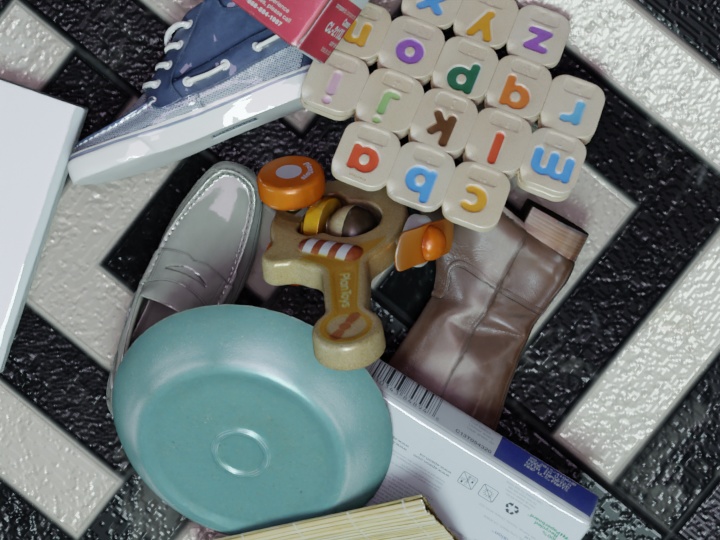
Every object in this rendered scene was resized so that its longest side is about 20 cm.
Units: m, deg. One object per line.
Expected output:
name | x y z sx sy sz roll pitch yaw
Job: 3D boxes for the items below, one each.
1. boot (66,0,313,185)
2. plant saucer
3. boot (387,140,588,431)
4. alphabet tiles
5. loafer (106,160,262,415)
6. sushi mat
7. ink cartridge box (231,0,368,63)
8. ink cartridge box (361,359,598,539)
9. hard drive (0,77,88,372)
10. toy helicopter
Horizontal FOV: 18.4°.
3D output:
boot | -0.123 -0.133 1.573 0.199 0.073 0.091 -21 85 -5
plant saucer | -0.078 0.115 1.519 0.199 0.036 0.201 6 125 8
boot | 0.041 0.024 1.578 0.186 0.064 0.201 28 99 3
alphabet tiles | 0.064 -0.119 1.536 0.199 0.015 0.196 20 58 2
loafer | -0.123 0.019 1.575 0.070 0.070 0.201 22 94 1
sushi mat | -0.026 0.199 1.549 0.199 0.096 0.012 -15 52 23
ink cartridge box | -0.030 -0.264 1.494 0.145 0.083 0.200 38 95 13
ink cartridge box | 0.038 0.182 1.577 0.196 0.043 0.200 32 125 0
hard drive | -0.289 -0.042 1.600 0.131 0.026 0.201 19 94 1
toy helicopter | 0.000 0.000 1.468 0.131 0.200 0.079 -4 124 1
